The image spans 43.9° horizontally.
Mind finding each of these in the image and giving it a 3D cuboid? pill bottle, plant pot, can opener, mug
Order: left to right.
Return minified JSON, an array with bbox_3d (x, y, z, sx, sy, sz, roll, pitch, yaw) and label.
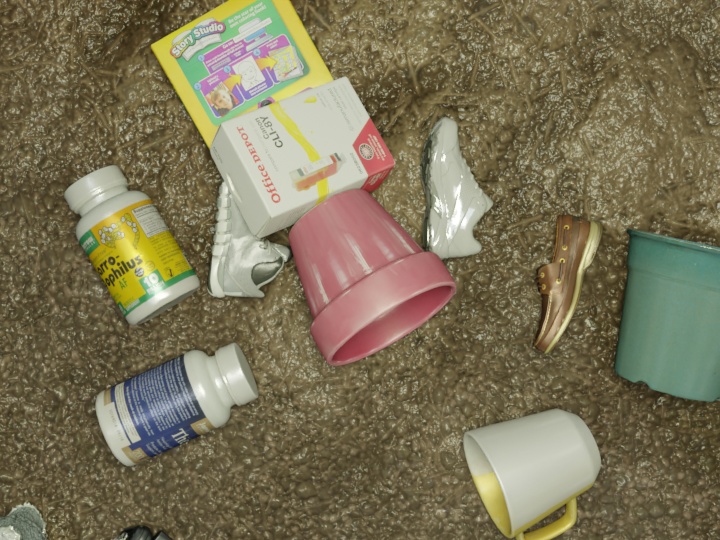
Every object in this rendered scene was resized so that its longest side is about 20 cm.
[{"bbox_3d":[-0.344,0.435,1.230,0.078,0.063,0.200,39,88,-1],"label":"can opener"},{"bbox_3d":[-0.314,-0.036,1.215,0.112,0.113,0.201,-31,90,-1],"label":"pill bottle"},{"bbox_3d":[-0.245,0.176,1.213,0.199,0.111,0.112,-24,90,-1],"label":"pill bottle"},{"bbox_3d":[0.000,0.000,1.191,0.199,0.200,0.180,-30,75,-1],"label":"plant pot"},{"bbox_3d":[0.239,0.272,1.227,0.152,0.187,0.150,-21,57,-10],"label":"mug"},{"bbox_3d":[0.436,0.061,1.197,0.199,0.200,0.197,11,96,-1],"label":"plant pot"}]

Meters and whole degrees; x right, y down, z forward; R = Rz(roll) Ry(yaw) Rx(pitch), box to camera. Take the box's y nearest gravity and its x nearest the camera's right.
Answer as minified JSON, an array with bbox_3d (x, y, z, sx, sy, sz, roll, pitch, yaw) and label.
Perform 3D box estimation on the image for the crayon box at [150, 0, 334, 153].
[{"bbox_3d":[-0.162,-0.283,1.249,0.199,0.058,0.173,-30,89,-2],"label":"crayon box"}]

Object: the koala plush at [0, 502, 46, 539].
[{"bbox_3d":[-0.468,0.418,1.181,0.183,0.177,0.201,9,84,-6],"label":"koala plush"}]

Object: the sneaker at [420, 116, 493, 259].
[{"bbox_3d":[0.136,-0.113,1.252,0.099,0.078,0.201,-1,98,-8],"label":"sneaker"}]

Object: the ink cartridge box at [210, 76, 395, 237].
[{"bbox_3d":[-0.077,-0.151,1.192,0.199,0.083,0.146,-26,82,-25],"label":"ink cartridge box"}]

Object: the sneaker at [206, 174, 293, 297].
[{"bbox_3d":[-0.145,-0.057,1.245,0.115,0.075,0.201,8,99,-6],"label":"sneaker"}]

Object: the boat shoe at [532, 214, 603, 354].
[{"bbox_3d":[0.275,0.017,1.250,0.067,0.072,0.201,20,83,4],"label":"boat shoe"}]
